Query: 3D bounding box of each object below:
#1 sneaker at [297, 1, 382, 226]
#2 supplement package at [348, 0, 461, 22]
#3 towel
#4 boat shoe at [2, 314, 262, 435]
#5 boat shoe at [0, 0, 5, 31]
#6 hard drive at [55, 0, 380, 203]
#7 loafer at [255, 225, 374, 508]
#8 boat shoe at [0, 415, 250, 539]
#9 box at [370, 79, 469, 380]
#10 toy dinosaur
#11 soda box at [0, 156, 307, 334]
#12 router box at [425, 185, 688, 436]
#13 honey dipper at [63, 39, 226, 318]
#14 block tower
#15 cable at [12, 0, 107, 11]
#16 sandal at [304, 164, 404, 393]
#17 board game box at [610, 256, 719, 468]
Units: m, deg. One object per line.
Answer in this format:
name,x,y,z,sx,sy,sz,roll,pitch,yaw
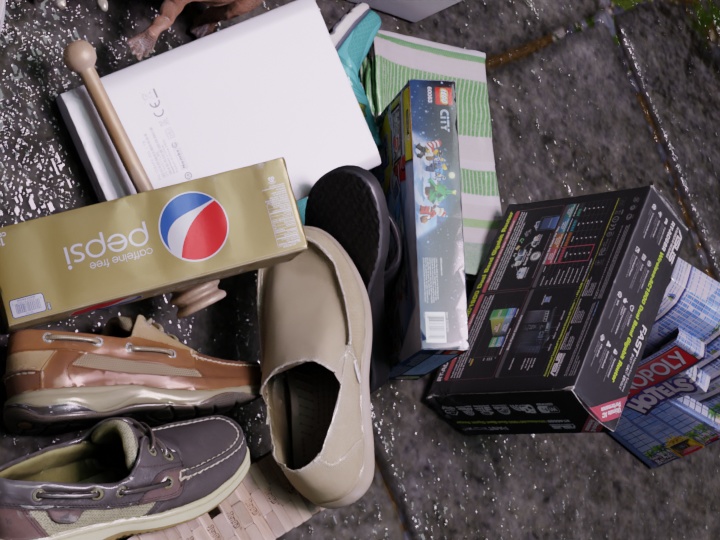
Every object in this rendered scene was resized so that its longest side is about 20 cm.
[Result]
sneaker,-0.020,-0.108,1.421,0.080,0.078,0.200,21,69,-6
supplement package,0.055,-0.311,1.480,0.152,0.200,0.151,12,69,-41
towel,0.062,-0.093,1.544,0.152,0.023,0.200,5,73,-44
boat shoe,-0.148,0.065,1.254,0.200,0.076,0.074,1,73,-45
boat shoe,-0.263,-0.246,1.234,0.072,0.066,0.200,3,77,-11
hard drive,-0.098,-0.098,1.332,0.200,0.025,0.132,-25,95,-21
loafer,-0.033,0.060,1.287,0.068,0.076,0.200,30,46,-64
boat shoe,-0.151,0.127,1.194,0.201,0.072,0.066,-19,126,-38
box,0.040,-0.027,1.407,0.038,0.137,0.200,1,78,-13
toy dinosaur,-0.094,-0.217,1.338,0.200,0.135,0.086,-16,82,-66
soda box,-0.140,-0.016,1.223,0.200,0.068,0.064,-14,86,-13
router box,0.156,0.034,1.488,0.062,0.150,0.200,45,57,-33
honey dipper,-0.149,-0.065,1.279,0.038,0.038,0.200,-27,93,-45
block tower,-0.103,0.178,1.262,0.200,0.054,0.058,-30,88,-48
cable,-0.210,-0.270,1.314,0.097,0.050,0.200,3,77,-38
sandal,-0.001,0.000,1.366,0.048,0.075,0.201,-35,142,-35
board game box,0.234,0.070,1.568,0.200,0.200,0.062,29,56,-18
